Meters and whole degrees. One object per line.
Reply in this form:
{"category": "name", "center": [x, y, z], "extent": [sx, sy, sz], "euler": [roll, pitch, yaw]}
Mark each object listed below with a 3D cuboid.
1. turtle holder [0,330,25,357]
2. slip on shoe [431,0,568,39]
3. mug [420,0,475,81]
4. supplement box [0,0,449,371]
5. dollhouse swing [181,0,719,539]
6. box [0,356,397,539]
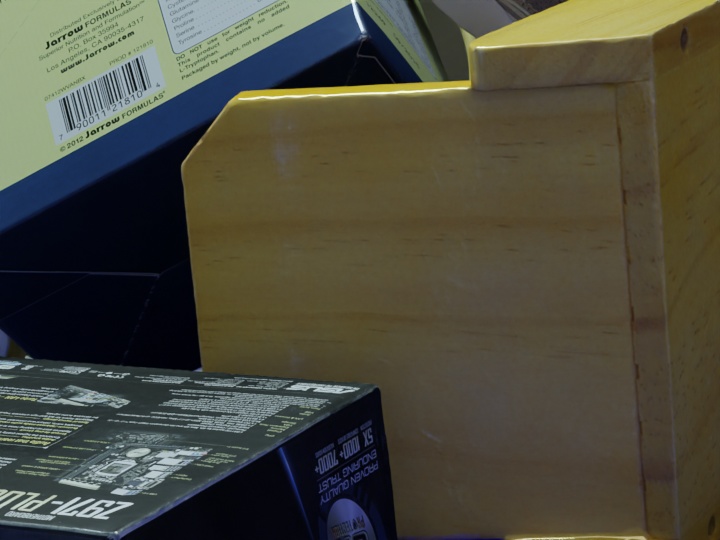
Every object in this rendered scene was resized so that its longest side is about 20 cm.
{"category": "turtle holder", "center": [-0.205, 0.024, 1.176], "extent": [0.141, 0.186, 0.132], "euler": [-43, 33, -9]}
{"category": "slip on shoe", "center": [0.092, -0.105, 1.143], "extent": [0.061, 0.200, 0.076], "euler": [-45, 35, 10]}
{"category": "mug", "center": [0.028, -0.096, 1.453], "extent": [0.149, 0.187, 0.153], "euler": [-34, -6, 20]}
{"category": "supplement box", "center": [-0.078, -0.087, 1.104], "extent": [0.199, 0.134, 0.200], "euler": [-27, 51, 11]}
{"category": "dollhouse swing", "center": [0.054, 0.002, 1.008], "extent": [0.175, 0.201, 0.182], "euler": [1, 15, 27]}
{"category": "box", "center": [-0.112, 0.096, 0.923], "extent": [0.199, 0.087, 0.164], "euler": [3, 16, 31]}
